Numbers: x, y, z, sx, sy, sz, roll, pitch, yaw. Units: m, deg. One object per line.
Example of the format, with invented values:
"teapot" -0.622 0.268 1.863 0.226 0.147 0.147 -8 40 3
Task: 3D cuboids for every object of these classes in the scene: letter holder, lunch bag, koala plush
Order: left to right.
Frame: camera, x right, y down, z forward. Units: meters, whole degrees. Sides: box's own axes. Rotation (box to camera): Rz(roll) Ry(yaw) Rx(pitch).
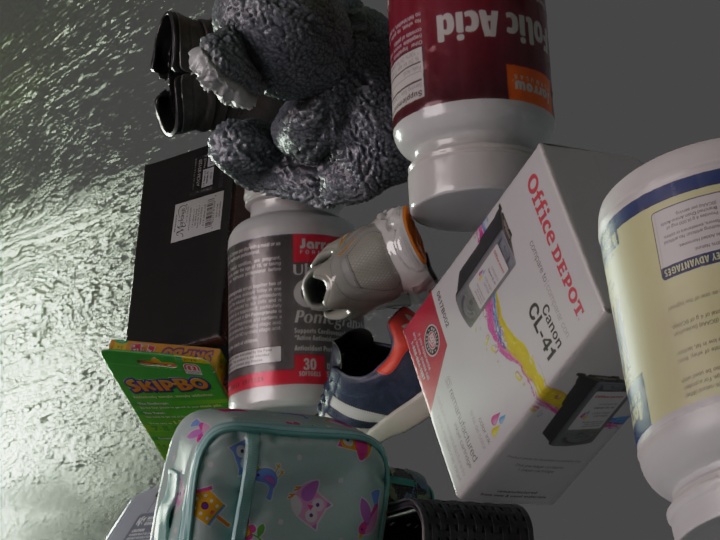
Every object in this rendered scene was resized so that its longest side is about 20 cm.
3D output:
"letter holder" -0.114 0.015 1.751 0.100 0.142 0.202 -16 53 26
"lunch bag" -0.068 0.197 1.381 0.077 0.159 0.202 14 95 61
"koala plush" -0.038 -0.157 1.506 0.183 0.200 0.178 24 73 40

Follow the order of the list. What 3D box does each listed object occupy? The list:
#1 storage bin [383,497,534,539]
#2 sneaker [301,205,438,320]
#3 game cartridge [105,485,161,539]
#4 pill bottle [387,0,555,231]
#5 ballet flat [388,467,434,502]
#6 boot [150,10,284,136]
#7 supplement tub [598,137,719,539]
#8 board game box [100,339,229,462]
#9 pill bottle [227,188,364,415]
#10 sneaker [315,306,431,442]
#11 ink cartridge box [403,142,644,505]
"storage bin" 0.050 0.265 1.412 0.135 0.093 0.202 -25 63 57
"sneaker" 0.000 0.000 1.489 0.200 0.091 0.076 86 161 -84
"game cartridge" -0.149 0.231 1.738 0.199 0.040 0.134 -12 41 47
"pill bottle" 0.077 -0.137 1.425 0.114 0.113 0.202 -28 60 56
"ballet flat" -0.031 0.205 1.548 0.200 0.074 0.075 -43 46 29
"boot" -0.111 -0.210 1.761 0.070 0.131 0.202 -21 66 58
"supplement tub" 0.213 0.044 1.109 0.145 0.144 0.202 -40 50 51
"board game box" -0.140 0.110 1.678 0.200 0.095 0.030 68 -149 -58
"pill bottle" -0.051 0.018 1.627 0.110 0.110 0.202 -24 64 57
"sneaker" -0.007 0.095 1.523 0.200 0.075 0.085 -39 90 33
"ink cartridge box" 0.121 0.038 1.339 0.201 0.085 0.149 -58 38 40
